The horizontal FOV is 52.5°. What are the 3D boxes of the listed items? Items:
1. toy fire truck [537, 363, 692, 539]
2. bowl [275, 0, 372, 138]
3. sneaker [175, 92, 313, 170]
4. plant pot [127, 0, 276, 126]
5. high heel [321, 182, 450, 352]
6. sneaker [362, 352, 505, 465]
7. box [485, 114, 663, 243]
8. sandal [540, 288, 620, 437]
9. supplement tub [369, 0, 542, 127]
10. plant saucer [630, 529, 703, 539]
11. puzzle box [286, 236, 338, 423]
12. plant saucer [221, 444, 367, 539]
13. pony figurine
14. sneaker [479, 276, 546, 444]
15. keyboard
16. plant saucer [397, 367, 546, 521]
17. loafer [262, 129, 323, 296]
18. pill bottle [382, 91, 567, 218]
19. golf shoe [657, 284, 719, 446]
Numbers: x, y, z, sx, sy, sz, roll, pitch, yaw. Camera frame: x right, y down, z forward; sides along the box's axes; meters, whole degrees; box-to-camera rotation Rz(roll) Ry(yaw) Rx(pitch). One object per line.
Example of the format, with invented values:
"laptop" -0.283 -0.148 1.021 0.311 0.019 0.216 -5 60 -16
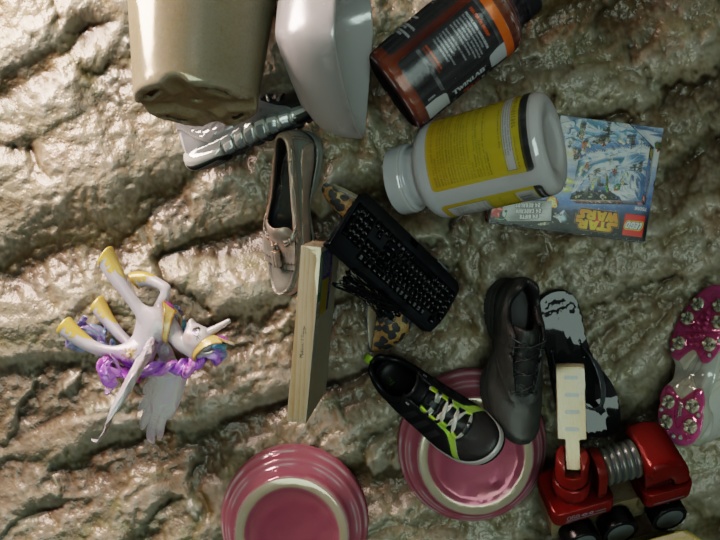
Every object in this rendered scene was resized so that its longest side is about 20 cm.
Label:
"toy fire truck" 0.297 0.215 0.877 0.171 0.130 0.203 -14 129 -2
"bowl" -0.037 -0.264 0.790 0.072 0.200 0.205 -1 68 10
"sneaker" -0.141 -0.208 0.877 0.196 0.075 0.118 -22 94 5
"plant pot" -0.171 -0.264 0.785 0.194 0.201 0.189 1 82 1
"high heel" 0.000 0.000 0.900 0.199 0.071 0.144 38 90 -13
"sneaker" 0.079 0.164 0.876 0.197 0.083 0.073 29 84 28
"box" 0.260 -0.116 0.897 0.194 0.040 0.141 8 97 0
"sandal" 0.272 0.125 0.928 0.075 0.043 0.204 -25 96 4
"supplement tub" 0.113 -0.268 0.846 0.198 0.107 0.108 -38 96 5
"plant saucer" 0.326 0.363 0.901 0.195 0.200 0.049 -17 69 3
"puzzle box" -0.055 0.065 0.882 0.025 0.133 0.206 6 97 7
"plant saucer" -0.088 0.333 0.952 0.194 0.051 0.207 0 97 1
"pony figurine" -0.269 0.100 0.895 0.198 0.166 0.196 33 90 12
"sneaker" 0.188 0.105 0.879 0.074 0.091 0.206 -2 80 -10
"keyboard" 0.042 0.010 0.851 0.199 0.039 0.105 39 83 -32
"plant saucer" 0.145 0.231 0.941 0.194 0.051 0.207 0 97 1
"loafer" -0.093 -0.069 0.887 0.071 0.062 0.206 14 101 33
"pill bottle" 0.128 -0.124 0.836 0.196 0.111 0.115 -10 98 31
"golf shoe" 0.437 0.121 0.920 0.090 0.075 0.205 14 93 -30
